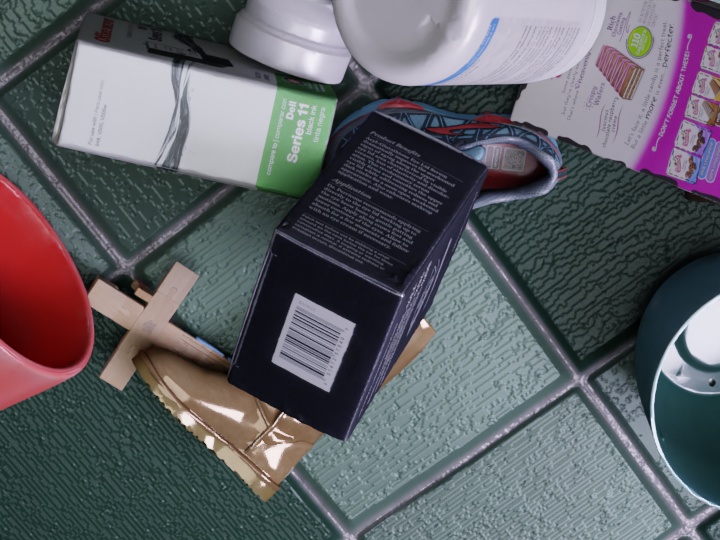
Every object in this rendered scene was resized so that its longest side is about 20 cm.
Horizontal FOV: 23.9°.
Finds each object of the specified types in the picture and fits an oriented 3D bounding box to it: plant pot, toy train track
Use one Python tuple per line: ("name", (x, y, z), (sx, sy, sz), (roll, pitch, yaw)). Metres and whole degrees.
("plant pot", (0.314, 0.074, 1.397), (0.198, 0.161, 0.203), (-2, 109, -5))
("plant pot", (-0.333, 0.039, 1.316), (0.176, 0.201, 0.201), (-34, 108, 18))
("toy train track", (-0.144, 0.064, 1.420), (0.199, 0.033, 0.115), (34, 94, -21))

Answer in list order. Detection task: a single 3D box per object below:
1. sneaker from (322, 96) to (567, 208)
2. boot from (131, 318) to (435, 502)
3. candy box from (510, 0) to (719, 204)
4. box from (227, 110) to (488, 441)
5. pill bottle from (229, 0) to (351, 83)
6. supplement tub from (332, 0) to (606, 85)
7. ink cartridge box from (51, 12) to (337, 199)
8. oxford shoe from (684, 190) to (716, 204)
("sneaker", (0.068, -0.091, 1.354), (0.197, 0.096, 0.080), (-2, 107, -5))
("boot", (-0.064, 0.064, 1.395), (0.200, 0.066, 0.175), (-46, 111, -4))
("candy box", (0.228, -0.148, 1.314), (0.199, 0.061, 0.138), (25, 109, 27))
("box", (0.000, 0.000, 1.265), (0.103, 0.200, 0.149), (26, 126, 7))
("pill bottle", (-0.026, -0.252, 1.282), (0.114, 0.116, 0.202), (16, 106, -11))
("supplement tub", (0.082, -0.202, 1.248), (0.131, 0.199, 0.134), (4, 97, 34))
("ink cartridge box", (-0.127, -0.127, 1.297), (0.198, 0.147, 0.084), (12, 105, -10))
("oxford shoe", (0.286, -0.098, 1.388), (0.084, 0.073, 0.200), (-42, 106, 12))
